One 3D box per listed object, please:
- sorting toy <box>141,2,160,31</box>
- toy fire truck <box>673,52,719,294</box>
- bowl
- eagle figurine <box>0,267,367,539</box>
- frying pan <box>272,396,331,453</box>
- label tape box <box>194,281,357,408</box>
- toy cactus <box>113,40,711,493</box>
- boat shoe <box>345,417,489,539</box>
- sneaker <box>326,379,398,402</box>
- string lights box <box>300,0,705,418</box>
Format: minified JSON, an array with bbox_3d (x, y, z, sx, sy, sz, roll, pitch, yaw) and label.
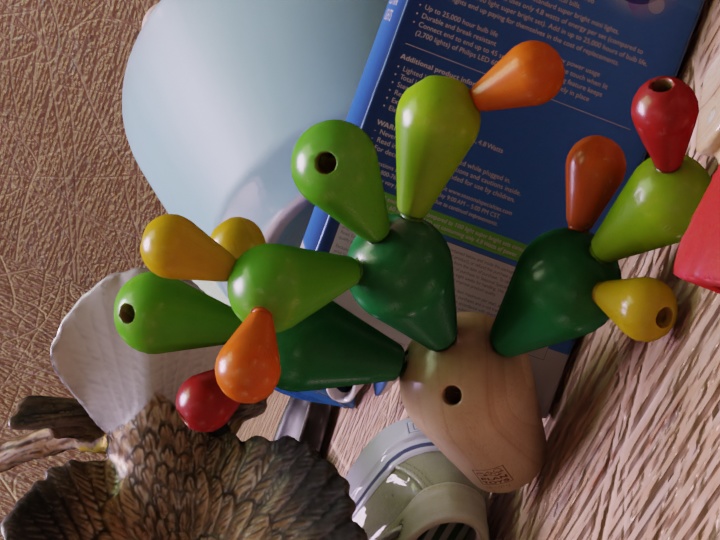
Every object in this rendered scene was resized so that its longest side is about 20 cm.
[{"bbox_3d":[-0.036,-0.112,1.130,0.037,0.184,0.201,57,165,37],"label":"sorting toy"},{"bbox_3d":[0.110,-0.070,0.423,0.200,0.048,0.142,-97,27,-76],"label":"toy fire truck"},{"bbox_3d":[0.003,-0.041,0.754,0.202,0.198,0.106,115,152,-43],"label":"bowl"},{"bbox_3d":[-0.060,0.117,0.632,0.152,0.150,0.201,-44,38,27],"label":"eagle figurine"},{"bbox_3d":[-0.037,0.112,1.233,0.190,0.031,0.116,132,157,-66],"label":"frying pan"},{"bbox_3d":[-0.037,-0.029,1.131,0.144,0.063,0.202,30,-107,-54],"label":"label tape box"},{"bbox_3d":[0.025,0.019,0.570,0.103,0.198,0.166,-100,-15,-45],"label":"toy cactus"},{"bbox_3d":[-0.008,0.150,0.694,0.062,0.071,0.202,-96,27,-63],"label":"boat shoe"},{"bbox_3d":[0.000,0.000,1.012,0.148,0.080,0.200,-67,11,-7],"label":"sneaker"},{"bbox_3d":[0.052,-0.061,0.648,0.059,0.102,0.202,-116,46,-80],"label":"string lights box"}]
